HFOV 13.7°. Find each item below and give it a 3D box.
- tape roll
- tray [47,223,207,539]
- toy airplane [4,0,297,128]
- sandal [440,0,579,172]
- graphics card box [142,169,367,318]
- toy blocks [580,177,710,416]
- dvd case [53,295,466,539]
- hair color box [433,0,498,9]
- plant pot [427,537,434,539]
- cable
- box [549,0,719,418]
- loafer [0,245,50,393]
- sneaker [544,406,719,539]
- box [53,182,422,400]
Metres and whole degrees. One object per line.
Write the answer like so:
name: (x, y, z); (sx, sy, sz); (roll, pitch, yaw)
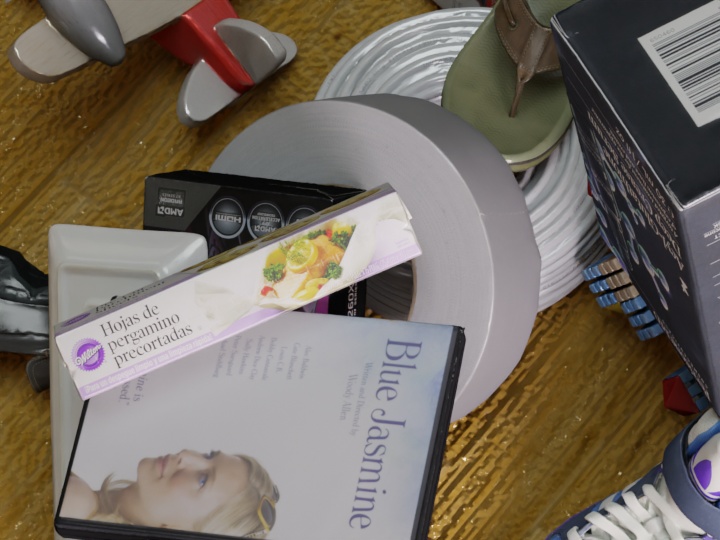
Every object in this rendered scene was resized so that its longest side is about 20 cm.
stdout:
tape roll: (0.000, 0.000, 1.705); (0.200, 0.066, 0.201); (4, 99, 27)
tray: (-0.135, 0.076, 1.683); (0.107, 0.022, 0.200); (4, 98, 28)
toy airplane: (-0.119, -0.188, 1.825); (0.199, 0.141, 0.200); (6, 50, -13)
sandal: (0.108, -0.147, 1.762); (0.080, 0.057, 0.201); (24, 68, 14)
graphics card box: (-0.061, 0.048, 1.679); (0.125, 0.051, 0.200); (9, 100, 28)
toy blocks: (0.194, -0.009, 1.731); (0.137, 0.100, 0.200); (-30, 92, -17)
dvd case: (-0.053, 0.085, 1.593); (0.200, 0.018, 0.143); (5, 61, 13)
hair color box: (0.033, -0.249, 1.861); (0.064, 0.111, 0.200); (-36, 66, -27)
plant pot: (0.000, 0.230, 1.595); (0.200, 0.200, 0.140); (39, 55, 20)
cable: (0.064, -0.063, 1.793); (0.200, 0.069, 0.200); (2, 64, 4)
box: (0.190, -0.048, 1.574); (0.107, 0.200, 0.149); (-27, 53, -5)
loafer: (-0.177, 0.038, 1.765); (0.200, 0.073, 0.072); (20, 94, 8)
sneaker: (0.168, 0.130, 1.648); (0.200, 0.147, 0.081); (-26, 65, -10)
box: (-0.065, 0.010, 1.597); (0.200, 0.041, 0.039); (-23, 99, -2)
